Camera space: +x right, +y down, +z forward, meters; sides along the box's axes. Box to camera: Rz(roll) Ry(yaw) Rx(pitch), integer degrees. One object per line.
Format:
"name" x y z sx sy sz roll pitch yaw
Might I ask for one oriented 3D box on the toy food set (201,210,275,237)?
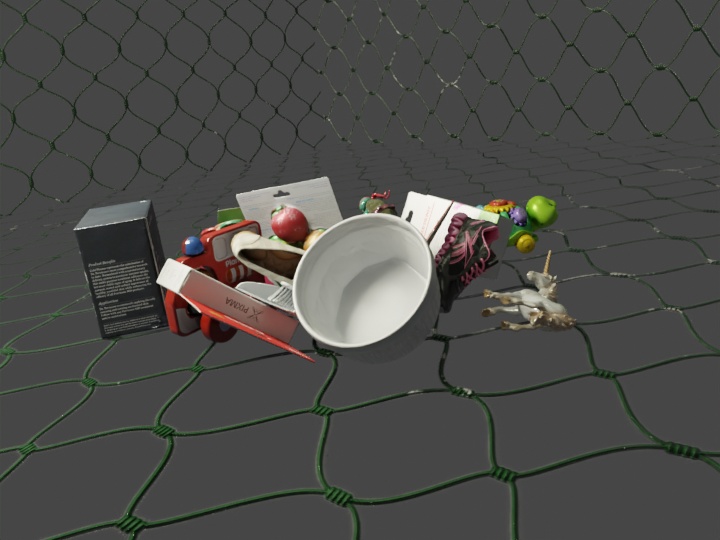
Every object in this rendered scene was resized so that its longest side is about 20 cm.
"toy food set" -0.220 -0.087 1.365 0.197 0.049 0.200 -16 -4 2

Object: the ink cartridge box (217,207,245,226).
"ink cartridge box" -0.216 -0.089 1.499 0.199 0.146 0.048 -14 56 -22

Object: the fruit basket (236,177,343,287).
"fruit basket" -0.102 -0.059 1.168 0.184 0.201 0.094 -8 22 25

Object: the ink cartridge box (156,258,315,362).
"ink cartridge box" -0.171 0.056 0.961 0.200 0.045 0.176 31 -7 -36

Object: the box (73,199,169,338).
"box" -0.418 -0.010 1.207 0.123 0.198 0.200 -10 16 -12

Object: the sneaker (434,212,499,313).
"sneaker" 0.176 -0.013 1.102 0.095 0.079 0.201 11 57 22

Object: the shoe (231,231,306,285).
"shoe" -0.113 -0.004 1.079 0.199 0.070 0.053 20 8 -17

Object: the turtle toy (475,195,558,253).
"turtle toy" 0.312 -0.098 1.393 0.199 0.102 0.146 -7 16 -1

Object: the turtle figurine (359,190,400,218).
"turtle figurine" 0.041 -0.096 1.417 0.149 0.101 0.200 -18 45 -26

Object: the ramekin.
"ramekin" 0.016 0.033 0.922 0.199 0.105 0.201 -11 58 17

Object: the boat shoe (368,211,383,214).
"boat shoe" 0.027 -0.059 1.104 0.072 0.072 0.200 32 10 2

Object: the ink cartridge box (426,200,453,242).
"ink cartridge box" 0.081 -0.027 1.099 0.045 0.177 0.200 28 23 6

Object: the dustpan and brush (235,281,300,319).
"dustpan and brush" -0.082 0.052 1.060 0.139 0.057 0.200 19 -9 39

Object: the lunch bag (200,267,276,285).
"lunch bag" -0.211 -0.005 1.333 0.199 0.082 0.176 -7 12 1

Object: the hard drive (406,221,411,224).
"hard drive" 0.037 -0.073 1.529 0.199 0.038 0.140 -11 17 -19

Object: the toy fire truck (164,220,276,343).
"toy fire truck" -0.235 0.017 1.097 0.112 0.169 0.200 7 21 40

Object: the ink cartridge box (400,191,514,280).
"ink cartridge box" 0.169 -0.067 1.238 0.199 0.118 0.067 22 9 37

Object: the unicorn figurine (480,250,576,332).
"unicorn figurine" 0.255 0.048 1.001 0.136 0.074 0.200 0 29 -12
